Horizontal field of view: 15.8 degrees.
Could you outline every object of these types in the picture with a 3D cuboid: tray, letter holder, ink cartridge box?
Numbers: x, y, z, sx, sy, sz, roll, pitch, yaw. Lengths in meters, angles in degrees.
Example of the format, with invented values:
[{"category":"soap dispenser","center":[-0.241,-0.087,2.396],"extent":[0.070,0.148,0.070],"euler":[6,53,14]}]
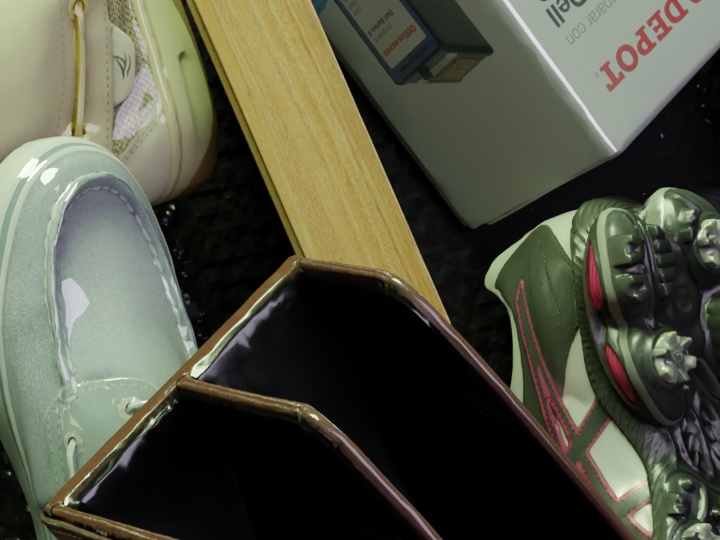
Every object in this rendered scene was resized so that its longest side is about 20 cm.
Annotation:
[{"category":"tray","center":[0.000,0.000,0.806],"extent":[0.037,0.099,0.201],"euler":[-22,86,-2]},{"category":"letter holder","center":[0.036,0.105,0.658],"extent":[0.101,0.142,0.200],"euler":[-45,108,-16]},{"category":"ink cartridge box","center":[0.040,-0.138,0.894],"extent":[0.200,0.087,0.145],"euler":[54,51,-9]}]

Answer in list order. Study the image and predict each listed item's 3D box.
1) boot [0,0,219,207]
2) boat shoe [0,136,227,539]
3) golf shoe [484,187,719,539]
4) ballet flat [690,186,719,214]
[{"category":"boot","center":[-0.140,-0.093,0.757],"extent":[0.155,0.073,0.201],"euler":[-25,97,-39]},{"category":"boat shoe","center":[-0.057,0.060,0.734],"extent":[0.070,0.071,0.202],"euler":[-13,95,-41]},{"category":"golf shoe","center":[0.096,0.075,0.859],"extent":[0.077,0.088,0.201],"euler":[-6,86,-41]},{"category":"ballet flat","center":[0.144,0.067,0.903],"extent":[0.057,0.066,0.201],"euler":[9,69,-50]}]
